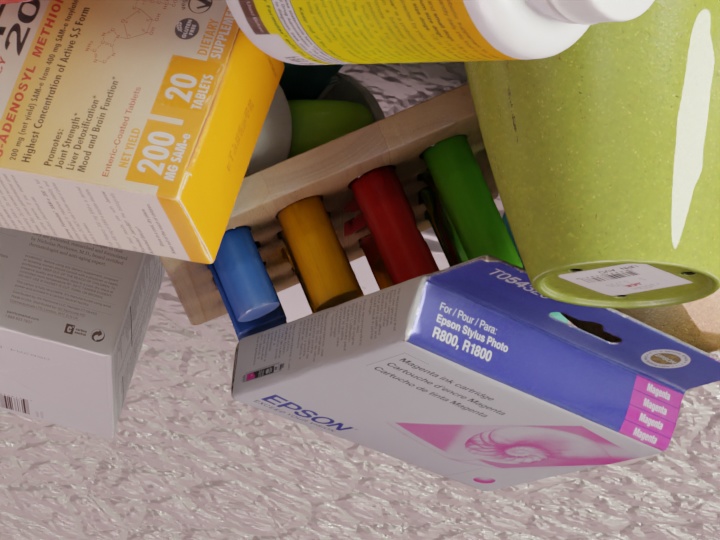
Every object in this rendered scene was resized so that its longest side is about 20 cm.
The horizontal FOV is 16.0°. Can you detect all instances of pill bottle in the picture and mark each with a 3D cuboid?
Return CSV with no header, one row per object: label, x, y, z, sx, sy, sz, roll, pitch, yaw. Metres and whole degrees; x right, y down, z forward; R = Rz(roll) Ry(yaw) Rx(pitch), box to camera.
pill bottle,0.038,-0.150,1.175,0.200,0.110,0.109,3,153,40

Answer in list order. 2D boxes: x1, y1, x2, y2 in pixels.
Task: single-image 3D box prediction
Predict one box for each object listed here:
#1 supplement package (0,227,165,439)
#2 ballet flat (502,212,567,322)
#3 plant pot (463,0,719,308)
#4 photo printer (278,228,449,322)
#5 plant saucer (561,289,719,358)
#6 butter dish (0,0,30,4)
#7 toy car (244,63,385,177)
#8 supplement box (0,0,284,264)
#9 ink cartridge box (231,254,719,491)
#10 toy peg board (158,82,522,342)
supplement package,-0.202,-0.025,1.649,0.151,0.201,0.151,15,156,2
ballet flat,0.109,0.019,1.559,0.070,0.200,0.067,36,155,-32
plant pot,0.129,-0.089,1.267,0.186,0.201,0.187,2,165,1
photo printer,-0.007,-0.012,1.719,0.166,0.070,0.200,15,155,2
plant saucer,0.164,-0.055,1.369,0.200,0.201,0.035,1,170,29
butter dish,-0.182,-0.221,1.291,0.199,0.201,0.148,1,176,32
toy car,-0.082,-0.112,1.468,0.199,0.151,0.175,5,-178,30
supplement box,-0.156,-0.088,1.333,0.199,0.126,0.074,10,155,18
ink cartridge box,0.067,0.062,1.376,0.196,0.043,0.200,23,153,-35
toy peg board,0.000,0.000,1.429,0.199,0.098,0.200,-23,167,-3
